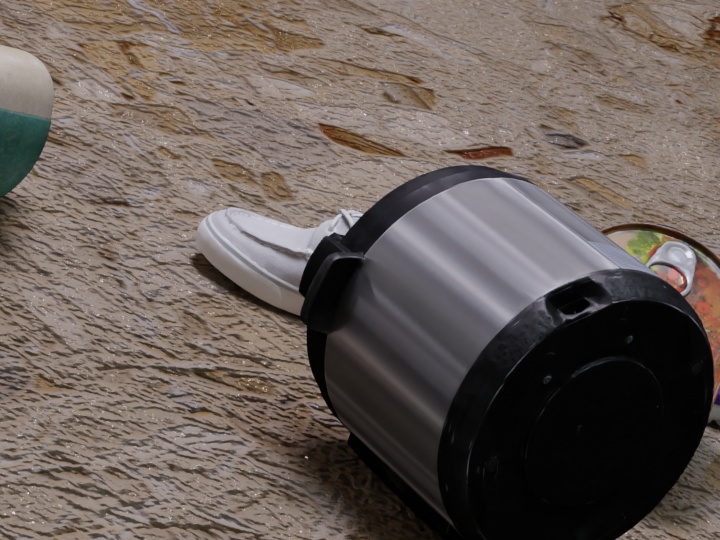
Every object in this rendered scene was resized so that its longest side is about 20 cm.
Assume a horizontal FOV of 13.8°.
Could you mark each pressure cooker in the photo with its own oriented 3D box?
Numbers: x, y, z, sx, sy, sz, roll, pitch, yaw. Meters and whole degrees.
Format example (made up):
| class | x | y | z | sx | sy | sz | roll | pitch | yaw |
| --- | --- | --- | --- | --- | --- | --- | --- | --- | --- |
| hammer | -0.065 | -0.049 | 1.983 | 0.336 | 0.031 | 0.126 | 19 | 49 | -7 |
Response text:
| class | x | y | z | sx | sy | sz | roll | pitch | yaw |
| --- | --- | --- | --- | --- | --- | --- | --- | --- | --- |
| pressure cooker | 0.071 | 0.041 | 1.590 | 0.179 | 0.176 | 0.200 | -33 | 42 | -16 |

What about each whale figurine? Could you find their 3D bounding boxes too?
| class | x | y | z | sx | sy | sz | roll | pitch | yaw |
| --- | --- | --- | --- | --- | --- | --- | --- | --- | --- |
| whale figurine | -0.258 | -0.087 | 1.718 | 0.159 | 0.104 | 0.200 | 11 | -1 | -26 |

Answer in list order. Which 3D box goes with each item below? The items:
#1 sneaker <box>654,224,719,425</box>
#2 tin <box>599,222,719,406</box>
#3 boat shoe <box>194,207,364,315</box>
| class | x | y | z | sx | sy | sz | roll | pitch | yaw |
| --- | --- | --- | --- | --- | --- | --- | --- | --- | --- |
| sneaker | 0.199 | 0.027 | 1.876 | 0.200 | 0.100 | 0.070 | 20 | 23 | -8 |
| tin | 0.160 | 0.051 | 1.764 | 0.112 | 0.042 | 0.200 | 29 | 47 | 2 |
| boat shoe | 0.000 | 0.000 | 1.778 | 0.200 | 0.069 | 0.072 | 26 | 21 | 8 |
